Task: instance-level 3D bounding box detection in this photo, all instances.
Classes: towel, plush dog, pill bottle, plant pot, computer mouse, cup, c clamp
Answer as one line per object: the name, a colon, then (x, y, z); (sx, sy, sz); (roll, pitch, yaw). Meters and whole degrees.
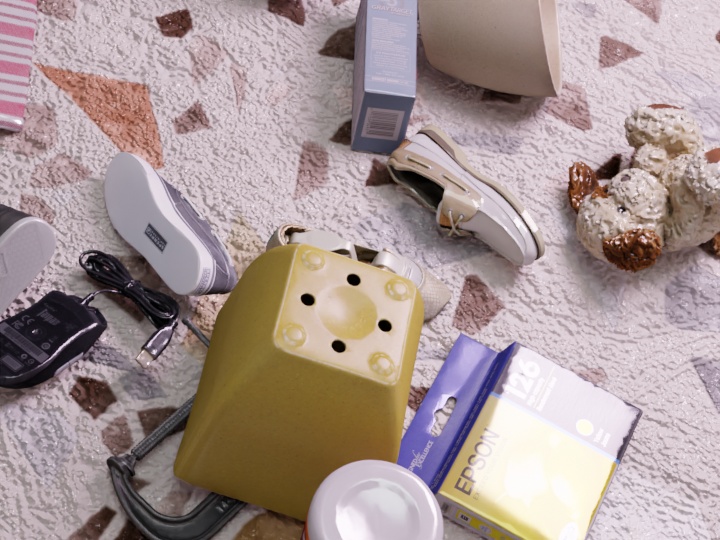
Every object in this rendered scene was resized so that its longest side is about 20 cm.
towel: (-0.424, -0.238, 1.663); (0.145, 0.030, 0.202); (11, 54, -18)
plush dog: (0.310, -0.066, 1.661); (0.170, 0.162, 0.200); (-20, 32, -8)
pill bottle: (-0.001, 0.254, 1.314); (0.111, 0.201, 0.114); (5, 54, -8)
plant pot: (-0.038, 0.088, 1.406); (0.192, 0.201, 0.197); (19, 51, -7)
computer mouse: (-0.265, 0.072, 1.479); (0.140, 0.046, 0.200); (29, 47, 18)
cup: (0.143, -0.288, 1.743); (0.141, 0.201, 0.202); (-5, 53, 14)
c clamp: (-0.161, 0.161, 1.457); (0.170, 0.027, 0.200); (37, 55, 8)

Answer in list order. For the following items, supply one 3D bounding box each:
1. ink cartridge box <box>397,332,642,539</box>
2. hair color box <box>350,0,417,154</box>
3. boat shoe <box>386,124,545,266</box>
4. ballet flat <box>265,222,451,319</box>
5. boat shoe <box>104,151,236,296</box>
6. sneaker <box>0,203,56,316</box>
ink cartridge box: (0.149, 0.168, 1.502); (0.199, 0.047, 0.198); (28, 56, 5)
hair color box: (0.027, -0.239, 1.722); (0.060, 0.099, 0.202); (6, 55, -7)
boat shoe: (0.109, -0.068, 1.644); (0.068, 0.075, 0.200); (-34, 61, -23)
ballet flat: (0.000, 0.000, 1.574); (0.198, 0.063, 0.068); (14, 54, -3)
boat shoe: (-0.190, -0.046, 1.568); (0.067, 0.072, 0.200); (8, 30, -48)
sneaker: (-0.383, 0.015, 1.489); (0.200, 0.071, 0.099); (-45, 34, -9)
